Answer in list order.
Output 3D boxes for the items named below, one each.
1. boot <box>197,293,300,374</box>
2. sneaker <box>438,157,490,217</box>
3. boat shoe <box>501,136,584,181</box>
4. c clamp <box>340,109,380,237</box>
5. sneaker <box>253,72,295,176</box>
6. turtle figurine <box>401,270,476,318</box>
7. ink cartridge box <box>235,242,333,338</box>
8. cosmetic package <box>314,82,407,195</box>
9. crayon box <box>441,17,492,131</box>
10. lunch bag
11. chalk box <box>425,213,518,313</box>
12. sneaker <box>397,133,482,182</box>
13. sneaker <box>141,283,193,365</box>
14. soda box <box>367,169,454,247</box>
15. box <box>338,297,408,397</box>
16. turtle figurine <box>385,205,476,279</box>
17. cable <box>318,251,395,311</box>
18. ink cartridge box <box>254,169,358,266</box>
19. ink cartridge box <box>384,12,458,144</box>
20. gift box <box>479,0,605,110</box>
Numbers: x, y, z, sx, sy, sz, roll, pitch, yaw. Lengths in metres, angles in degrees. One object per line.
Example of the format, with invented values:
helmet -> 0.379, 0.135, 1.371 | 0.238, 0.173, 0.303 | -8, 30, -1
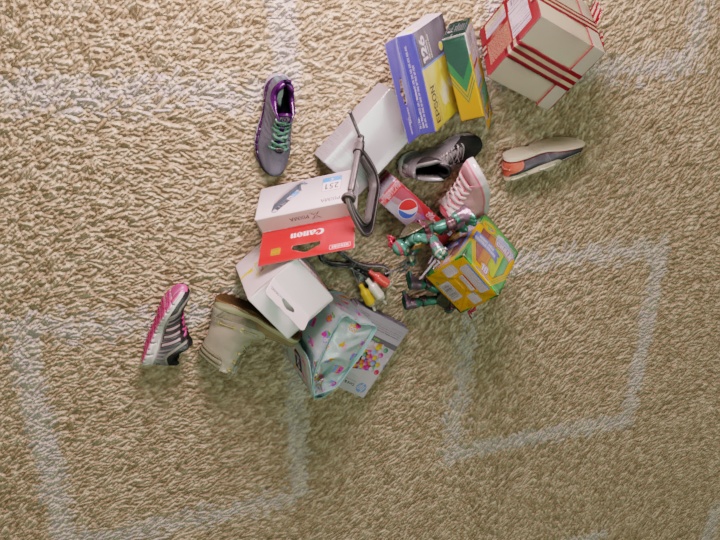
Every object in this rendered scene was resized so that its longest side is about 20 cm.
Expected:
boot -> -0.238, 0.155, 1.438 | 0.199, 0.072, 0.155 | 24, 106, 4
sneaker -> 0.220, -0.159, 1.460 | 0.104, 0.076, 0.200 | -25, 155, 1
boat shoe -> 0.412, -0.253, 1.528 | 0.199, 0.071, 0.063 | -16, 122, -11
c clamp -> -0.004, -0.171, 1.283 | 0.027, 0.201, 0.171 | -7, 147, 22
sneaker -> -0.162, -0.274, 1.303 | 0.074, 0.088, 0.201 | -3, 112, -18
turtle figurine -> 0.201, 0.045, 1.567 | 0.199, 0.101, 0.150 | -1, 112, -13
ink cartridge box -> -0.154, 0.028, 1.369 | 0.125, 0.200, 0.129 | -41, 119, 1
cosmetic package -> 0.017, -0.267, 1.375 | 0.200, 0.081, 0.113 | -46, 119, 2
crayon box -> 0.217, -0.390, 1.366 | 0.051, 0.126, 0.201 | -9, 119, 21
lunch bag -> -0.083, 0.155, 1.464 | 0.122, 0.170, 0.201 | 22, 103, -36
chalk box -> 0.256, -0.029, 1.496 | 0.124, 0.124, 0.200 | 45, 48, -12
sneaker -> 0.186, -0.228, 1.431 | 0.199, 0.116, 0.075 | -21, 117, -10
sneaker -> -0.382, 0.119, 1.400 | 0.087, 0.074, 0.201 | 19, 109, -25
soda box -> 0.111, -0.128, 1.472 | 0.200, 0.070, 0.063 | 39, 97, -29
box -> -0.005, 0.183, 1.579 | 0.156, 0.041, 0.200 | 29, 101, -27
turtle figurine -> 0.137, -0.061, 1.395 | 0.200, 0.150, 0.101 | -31, 104, -13
cable -> 0.000, 0.000, 1.498 | 0.097, 0.050, 0.200 | -48, 120, 0
ink cartridge box -> -0.106, -0.104, 1.306 | 0.199, 0.177, 0.045 | -10, 137, 14
ink cartridge box -> 0.129, -0.378, 1.324 | 0.200, 0.047, 0.198 | -51, 133, -46
gift box -> 0.367, -0.464, 1.346 | 0.186, 0.201, 0.185 | 20, 144, -23
